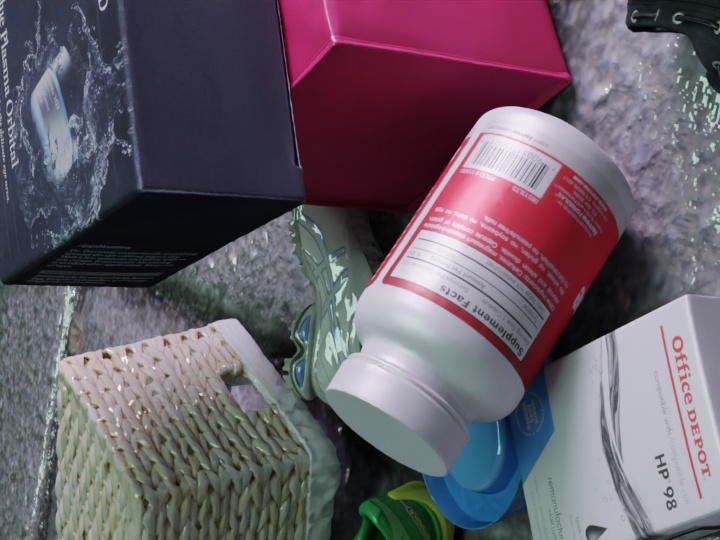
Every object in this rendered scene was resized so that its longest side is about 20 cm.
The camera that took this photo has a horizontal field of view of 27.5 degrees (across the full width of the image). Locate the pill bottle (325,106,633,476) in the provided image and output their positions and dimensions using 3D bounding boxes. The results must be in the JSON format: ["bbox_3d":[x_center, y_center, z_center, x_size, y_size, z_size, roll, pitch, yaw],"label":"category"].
[{"bbox_3d":[0.067,0.013,0.859,0.112,0.112,0.201,9,59,54],"label":"pill bottle"}]

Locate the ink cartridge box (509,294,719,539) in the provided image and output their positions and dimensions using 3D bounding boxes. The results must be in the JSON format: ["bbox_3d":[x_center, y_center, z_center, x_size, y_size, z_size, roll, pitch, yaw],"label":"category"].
[{"bbox_3d":[0.173,0.087,0.813,0.199,0.066,0.117,-35,58,49],"label":"ink cartridge box"}]

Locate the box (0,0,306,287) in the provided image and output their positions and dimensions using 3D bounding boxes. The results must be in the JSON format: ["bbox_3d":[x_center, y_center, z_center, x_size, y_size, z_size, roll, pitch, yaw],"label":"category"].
[{"bbox_3d":[-0.143,-0.110,0.909,0.199,0.116,0.200,-24,70,50],"label":"box"}]

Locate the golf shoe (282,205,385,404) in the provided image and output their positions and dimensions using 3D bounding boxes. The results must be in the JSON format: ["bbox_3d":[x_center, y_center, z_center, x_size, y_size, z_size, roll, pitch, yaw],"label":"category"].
[{"bbox_3d":[0.000,0.000,1.084,0.096,0.078,0.203,3,95,38],"label":"golf shoe"}]

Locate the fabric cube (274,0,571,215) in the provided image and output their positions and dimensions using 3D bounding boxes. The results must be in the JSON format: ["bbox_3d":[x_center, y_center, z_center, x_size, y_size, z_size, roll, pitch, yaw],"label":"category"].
[{"bbox_3d":[-0.010,-0.174,0.991,0.200,0.194,0.202,-37,60,46],"label":"fabric cube"}]

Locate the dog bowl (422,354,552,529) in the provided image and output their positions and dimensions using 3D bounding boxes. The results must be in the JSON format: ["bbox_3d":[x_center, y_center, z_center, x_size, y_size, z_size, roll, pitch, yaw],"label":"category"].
[{"bbox_3d":[0.079,0.068,0.963,0.111,0.049,0.203,-39,56,49],"label":"dog bowl"}]

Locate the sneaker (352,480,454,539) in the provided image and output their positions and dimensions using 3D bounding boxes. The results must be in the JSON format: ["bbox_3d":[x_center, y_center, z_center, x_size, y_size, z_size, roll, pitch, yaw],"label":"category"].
[{"bbox_3d":[0.004,0.241,1.028,0.074,0.083,0.203,28,110,52],"label":"sneaker"}]

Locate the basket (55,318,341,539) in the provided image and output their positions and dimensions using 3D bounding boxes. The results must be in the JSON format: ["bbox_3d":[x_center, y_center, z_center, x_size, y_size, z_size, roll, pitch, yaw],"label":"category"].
[{"bbox_3d":[-0.133,0.175,1.131,0.198,0.159,0.202,46,136,48],"label":"basket"}]

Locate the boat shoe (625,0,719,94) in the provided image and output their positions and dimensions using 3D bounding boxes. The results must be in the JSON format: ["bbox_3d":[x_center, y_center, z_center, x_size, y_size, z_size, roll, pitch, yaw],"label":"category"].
[{"bbox_3d":[0.203,-0.126,0.786,0.199,0.074,0.067,41,122,49],"label":"boat shoe"}]
